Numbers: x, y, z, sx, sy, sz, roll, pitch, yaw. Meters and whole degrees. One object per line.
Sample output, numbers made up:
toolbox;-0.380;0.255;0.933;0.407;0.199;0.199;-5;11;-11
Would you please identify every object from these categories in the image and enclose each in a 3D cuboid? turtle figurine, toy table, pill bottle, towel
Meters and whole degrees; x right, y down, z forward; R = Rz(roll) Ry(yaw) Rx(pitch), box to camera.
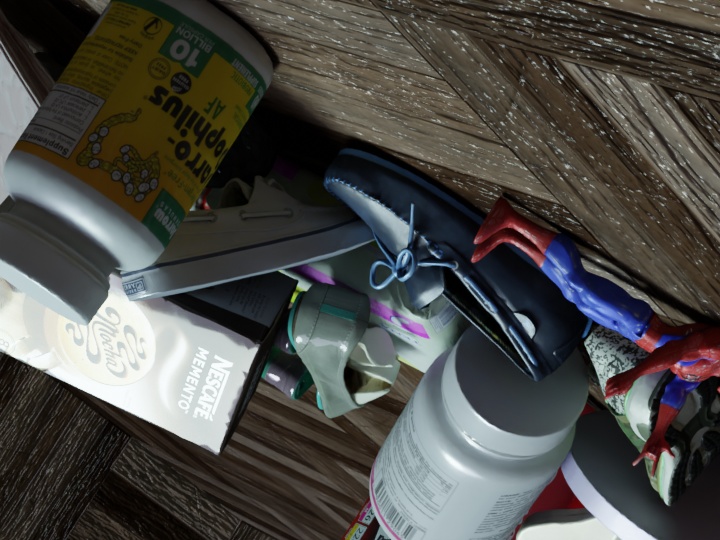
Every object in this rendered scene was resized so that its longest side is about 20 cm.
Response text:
turtle figurine;-0.120;0.015;1.782;0.200;0.101;0.150;28;169;18
toy table;0.215;0.198;1.751;0.200;0.184;0.117;36;129;14
pill bottle;-0.149;-0.072;1.526;0.113;0.200;0.113;31;169;7
towel;-0.254;-0.103;1.786;0.191;0.032;0.200;56;153;19
pill bottle;0.083;0.116;1.718;0.113;0.114;0.200;32;147;3

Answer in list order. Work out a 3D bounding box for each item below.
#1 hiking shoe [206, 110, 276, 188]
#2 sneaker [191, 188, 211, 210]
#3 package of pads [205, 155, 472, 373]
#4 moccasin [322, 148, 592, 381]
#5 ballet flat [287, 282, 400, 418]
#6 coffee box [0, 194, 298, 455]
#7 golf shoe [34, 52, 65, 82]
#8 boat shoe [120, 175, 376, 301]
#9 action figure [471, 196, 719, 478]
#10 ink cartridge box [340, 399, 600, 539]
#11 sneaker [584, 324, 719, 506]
hiking shoe;-0.117;-0.099;1.718;0.087;0.075;0.200;6;-172;-45
sneaker;-0.137;-0.070;1.872;0.093;0.071;0.200;12;161;43
package of pads;0.000;0.000;1.771;0.200;0.068;0.155;28;168;24
moccasin;0.056;-0.003;1.598;0.200;0.068;0.080;34;170;3
ballet flat;-0.004;0.063;1.725;0.063;0.068;0.200;11;164;12
coffee box;-0.157;0.025;1.683;0.199;0.080;0.113;25;128;4
golf shoe;-0.220;-0.114;1.913;0.091;0.076;0.200;22;175;9
boat shoe;-0.069;-0.030;1.625;0.199;0.066;0.073;-13;179;-36
action figure;0.148;0.048;1.508;0.199;0.099;0.065;28;169;8
ink cartridge box;0.099;0.173;1.895;0.084;0.200;0.175;39;167;-29
sneaker;0.193;0.085;1.639;0.089;0.077;0.200;40;168;28
